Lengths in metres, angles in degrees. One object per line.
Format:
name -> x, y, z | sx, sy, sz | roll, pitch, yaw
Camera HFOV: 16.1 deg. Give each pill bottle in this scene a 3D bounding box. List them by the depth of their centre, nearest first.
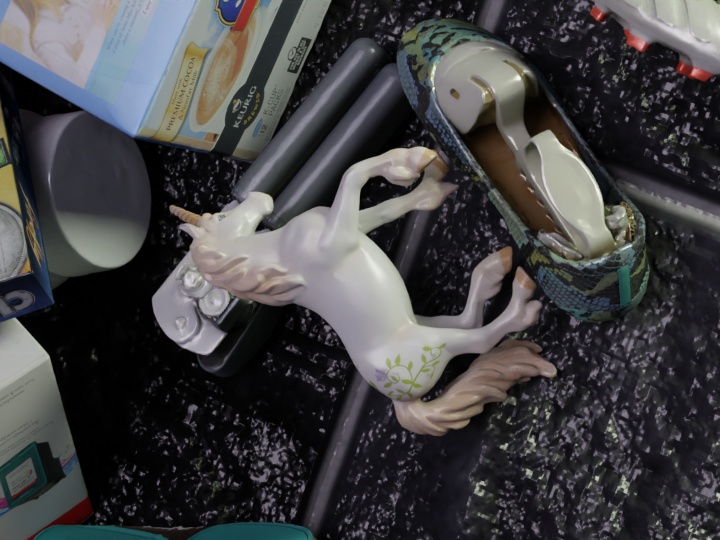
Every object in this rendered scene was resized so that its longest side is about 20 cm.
pill bottle -> -0.226, -0.035, 1.483 | 0.200, 0.109, 0.110 | -8, 79, 33

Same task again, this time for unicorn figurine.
unicorn figurine -> 0.000, 0.000, 1.309 | 0.137, 0.074, 0.200 | -37, 77, 6

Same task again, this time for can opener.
can opener -> -0.039, -0.035, 1.392 | 0.053, 0.066, 0.200 | 40, 97, 29

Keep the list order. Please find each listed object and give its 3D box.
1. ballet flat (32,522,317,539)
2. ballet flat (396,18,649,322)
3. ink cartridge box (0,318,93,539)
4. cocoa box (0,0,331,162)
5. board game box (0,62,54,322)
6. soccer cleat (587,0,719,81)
ballet flat -> -0.097, 0.173, 1.404 | 0.200, 0.072, 0.072 | -2, 82, 36
ballet flat -> 0.085, -0.066, 1.296 | 0.074, 0.074, 0.200 | -45, 66, 21
ink cartridge box -> -0.217, 0.088, 1.447 | 0.067, 0.200, 0.116 | -34, 58, -19
cocoa box -> -0.097, -0.179, 1.394 | 0.133, 0.131, 0.200 | 29, 100, 26
board game box -> -0.249, -0.047, 1.392 | 0.135, 0.035, 0.200 | -19, 54, 5
soccer cleat -> 0.141, -0.157, 1.278 | 0.200, 0.069, 0.078 | 40, 103, 35
